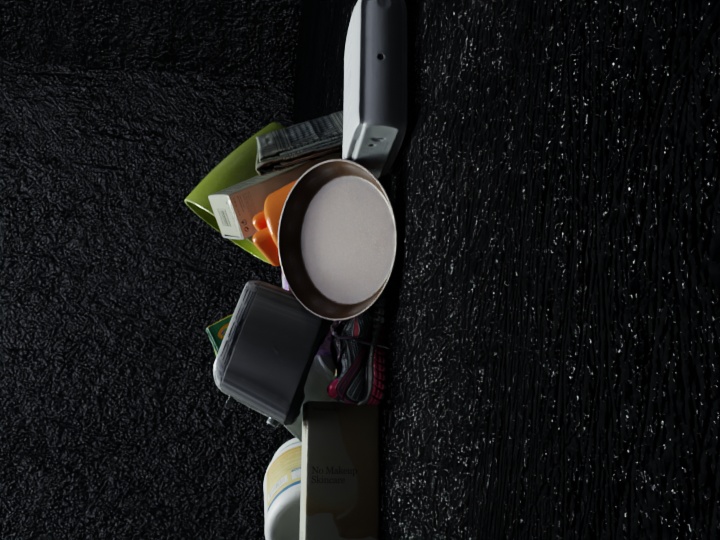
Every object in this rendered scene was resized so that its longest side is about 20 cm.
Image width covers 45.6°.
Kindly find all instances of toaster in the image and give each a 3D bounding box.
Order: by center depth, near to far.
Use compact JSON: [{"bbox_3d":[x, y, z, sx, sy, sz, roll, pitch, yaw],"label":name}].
[{"bbox_3d":[-0.115,0.100,1.150,0.114,0.127,0.203,121,170,-77],"label":"toaster"}]

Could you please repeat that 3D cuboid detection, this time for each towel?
[{"bbox_3d":[-0.076,-0.210,1.346,0.200,0.189,0.035,-109,5,-67],"label":"towel"}]

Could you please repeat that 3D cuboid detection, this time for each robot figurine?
[{"bbox_3d":[-0.057,-0.082,1.210,0.118,0.198,0.144,65,-164,-3],"label":"robot figurine"}]

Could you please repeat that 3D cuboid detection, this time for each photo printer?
[{"bbox_3d":[0.017,-0.239,1.074,0.167,0.068,0.204,115,157,-71],"label":"photo printer"}]

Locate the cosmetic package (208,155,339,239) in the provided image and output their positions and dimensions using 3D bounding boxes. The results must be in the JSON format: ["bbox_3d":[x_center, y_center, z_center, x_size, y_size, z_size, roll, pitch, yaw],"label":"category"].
[{"bbox_3d":[-0.127,-0.120,1.348,0.105,0.198,0.072,9,121,63],"label":"cosmetic package"}]

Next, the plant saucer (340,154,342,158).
[{"bbox_3d":[-0.066,-0.165,1.510,0.199,0.034,0.204,-29,54,49],"label":"plant saucer"}]

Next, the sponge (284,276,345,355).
[{"bbox_3d":[-0.058,0.026,1.274,0.030,0.110,0.203,125,145,-63],"label":"sponge"}]

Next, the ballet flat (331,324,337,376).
[{"bbox_3d":[-0.010,0.056,1.214,0.067,0.061,0.204,123,149,-75],"label":"ballet flat"}]

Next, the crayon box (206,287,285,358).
[{"bbox_3d":[-0.136,0.087,1.340,0.059,0.198,0.119,58,167,18],"label":"crayon box"}]

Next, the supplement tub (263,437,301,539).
[{"bbox_3d":[-0.079,0.358,1.334,0.200,0.142,0.147,-116,29,-74],"label":"supplement tub"}]

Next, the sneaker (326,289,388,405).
[{"bbox_3d":[-0.004,0.073,1.121,0.081,0.073,0.203,115,156,-70],"label":"sneaker"}]

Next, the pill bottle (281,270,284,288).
[{"bbox_3d":[-0.098,0.033,1.689,0.200,0.111,0.115,-115,28,-72],"label":"pill bottle"}]

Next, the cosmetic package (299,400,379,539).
[{"bbox_3d":[-0.028,0.277,1.135,0.071,0.103,0.204,128,142,-74],"label":"cosmetic package"}]

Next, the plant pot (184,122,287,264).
[{"bbox_3d":[-0.172,-0.148,1.483,0.201,0.186,0.187,-56,4,-8],"label":"plant pot"}]

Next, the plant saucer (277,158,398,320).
[{"bbox_3d":[-0.024,-0.039,1.091,0.198,0.034,0.204,1,91,40],"label":"plant saucer"}]

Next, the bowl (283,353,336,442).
[{"bbox_3d":[-0.061,0.174,1.289,0.090,0.201,0.202,-42,23,13],"label":"bowl"}]
